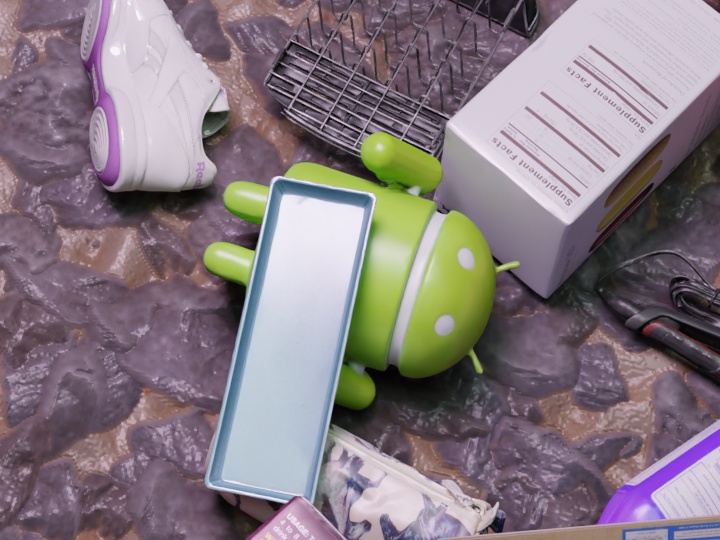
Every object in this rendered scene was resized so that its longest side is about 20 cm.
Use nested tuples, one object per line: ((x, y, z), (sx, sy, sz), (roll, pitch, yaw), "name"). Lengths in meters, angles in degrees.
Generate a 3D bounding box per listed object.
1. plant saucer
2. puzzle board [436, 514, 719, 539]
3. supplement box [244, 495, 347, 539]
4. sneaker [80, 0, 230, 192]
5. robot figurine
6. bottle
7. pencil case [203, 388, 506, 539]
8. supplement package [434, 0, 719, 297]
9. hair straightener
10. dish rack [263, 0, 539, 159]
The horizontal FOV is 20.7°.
((-0.042, 0.044, 1.229), (0.069, 0.019, 0.202), (10, 79, 8), "plant saucer")
((0.145, 0.228, 1.215), (0.198, 0.017, 0.152), (-4, 102, -8), "puzzle board")
((-0.078, 0.249, 1.169), (0.200, 0.131, 0.103), (-40, 74, -20), "supplement box")
((-0.146, -0.139, 1.404), (0.099, 0.075, 0.202), (5, 62, -23), "sneaker")
((0.000, 0.000, 1.307), (0.198, 0.116, 0.177), (18, 86, 6), "robot figurine")
((0.198, 0.168, 1.261), (0.199, 0.065, 0.084), (-33, 94, -12), "bottle")
((-0.009, 0.139, 1.253), (0.199, 0.078, 0.090), (28, 109, 10), "pencil case")
((0.158, -0.101, 1.364), (0.109, 0.114, 0.200), (40, 68, 16), "supplement package")
((0.255, 0.044, 1.355), (0.199, 0.041, 0.077), (27, 64, 14), "hair straightener")
((0.028, -0.163, 1.429), (0.152, 0.055, 0.201), (26, 66, 10), "dish rack")
